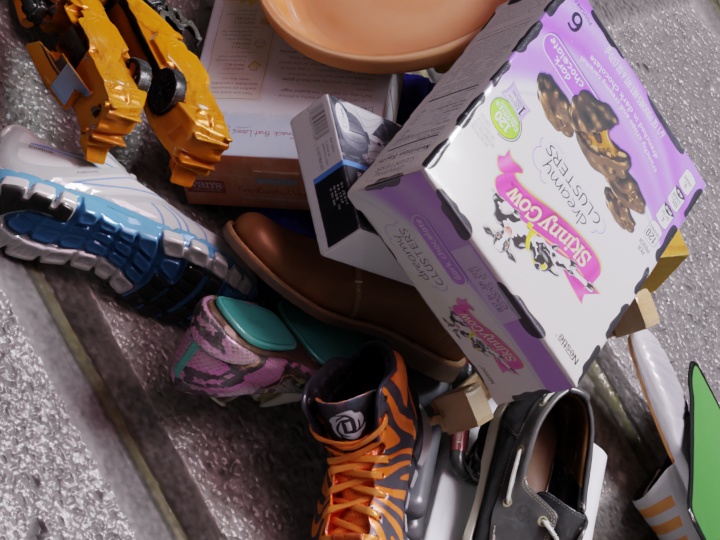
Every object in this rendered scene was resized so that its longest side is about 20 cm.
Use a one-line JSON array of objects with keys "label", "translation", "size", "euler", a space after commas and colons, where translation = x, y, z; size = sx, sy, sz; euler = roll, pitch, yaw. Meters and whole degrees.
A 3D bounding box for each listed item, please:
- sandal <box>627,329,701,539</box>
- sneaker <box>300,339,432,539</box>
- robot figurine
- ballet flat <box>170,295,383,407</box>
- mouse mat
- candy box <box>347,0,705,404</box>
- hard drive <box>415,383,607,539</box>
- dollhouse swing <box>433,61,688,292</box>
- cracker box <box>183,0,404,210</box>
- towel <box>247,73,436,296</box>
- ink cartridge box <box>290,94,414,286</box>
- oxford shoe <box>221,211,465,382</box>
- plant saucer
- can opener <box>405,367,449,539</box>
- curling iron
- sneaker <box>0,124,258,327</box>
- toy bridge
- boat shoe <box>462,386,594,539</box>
[{"label": "sandal", "translation": [0.222, 0.144, 1.574], "size": [0.208, 0.059, 0.079], "euler": [68, 20, -2]}, {"label": "sneaker", "translation": [-0.009, 0.130, 1.315], "size": [0.112, 0.077, 0.201], "euler": [69, 23, -48]}, {"label": "robot figurine", "translation": [-0.163, -0.144, 1.387], "size": [0.144, 0.058, 0.201], "euler": [15, 33, -41]}, {"label": "ballet flat", "translation": [-0.058, 0.055, 1.357], "size": [0.069, 0.071, 0.200], "euler": [53, 20, 21]}, {"label": "mouse mat", "translation": [0.270, 0.177, 1.567], "size": [0.162, 0.007, 0.201], "euler": [60, 21, -23]}, {"label": "candy box", "translation": [0.107, -0.048, 1.319], "size": [0.168, 0.071, 0.200], "euler": [54, 50, -19]}, {"label": "hard drive", "translation": [0.100, 0.170, 1.468], "size": [0.132, 0.027, 0.201], "euler": [36, 43, -18]}, {"label": "dollhouse swing", "translation": [0.106, -0.056, 1.523], "size": [0.181, 0.176, 0.201], "euler": [-5, 66, -42]}, {"label": "cracker box", "translation": [-0.040, -0.133, 1.468], "size": [0.133, 0.058, 0.201], "euler": [4, 52, 9]}, {"label": "towel", "translation": [-0.006, -0.064, 1.488], "size": [0.146, 0.050, 0.201], "euler": [10, 51, -16]}, {"label": "ink cartridge box", "translation": [0.043, -0.036, 1.361], "size": [0.199, 0.039, 0.100], "euler": [19, 47, -47]}, {"label": "oxford shoe", "translation": [0.000, 0.000, 1.380], "size": [0.199, 0.072, 0.071], "euler": [25, 20, -32]}, {"label": "plant saucer", "translation": [0.028, -0.201, 1.447], "size": [0.038, 0.198, 0.201], "euler": [77, 10, -50]}, {"label": "can opener", "translation": [0.025, 0.088, 1.451], "size": [0.066, 0.054, 0.201], "euler": [11, 48, 3]}, {"label": "curling iron", "translation": [0.079, 0.062, 1.487], "size": [0.049, 0.026, 0.202], "euler": [20, 50, -30]}, {"label": "sneaker", "translation": [-0.147, -0.035, 1.352], "size": [0.199, 0.075, 0.087], "euler": [27, 41, -27]}, {"label": "toy bridge", "translation": [0.112, 0.062, 1.429], "size": [0.199, 0.067, 0.027], "euler": [-25, 92, -40]}, {"label": "boat shoe", "translation": [0.111, 0.169, 1.392], "size": [0.071, 0.067, 0.202], "euler": [26, 62, -34]}]
